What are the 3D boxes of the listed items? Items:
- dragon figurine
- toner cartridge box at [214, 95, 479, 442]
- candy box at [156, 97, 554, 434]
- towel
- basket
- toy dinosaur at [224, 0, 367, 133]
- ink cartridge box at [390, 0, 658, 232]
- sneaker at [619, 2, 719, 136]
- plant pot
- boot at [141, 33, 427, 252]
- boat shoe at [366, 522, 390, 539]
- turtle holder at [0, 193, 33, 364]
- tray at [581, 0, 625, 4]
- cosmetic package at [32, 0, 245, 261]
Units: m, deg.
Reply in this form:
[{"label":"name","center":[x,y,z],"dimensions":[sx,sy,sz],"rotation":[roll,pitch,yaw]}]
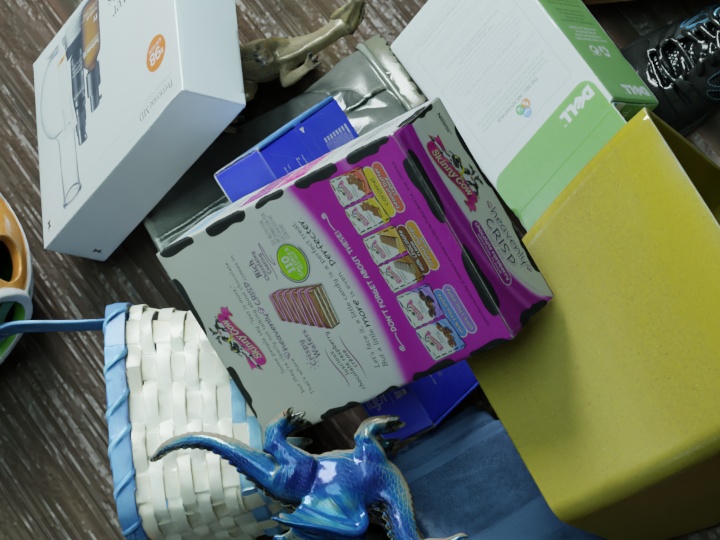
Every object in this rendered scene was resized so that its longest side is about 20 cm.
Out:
[{"label":"dragon figurine","center":[-0.024,0.137,1.537],"dimensions":[0.199,0.059,0.100],"rotation":[4,63,-4]},{"label":"toner cartridge box","center":[0.000,0.000,1.630],"dimensions":[0.043,0.095,0.200],"rotation":[-29,96,37]},{"label":"candy box","center":[-0.005,0.002,1.535],"dimensions":[0.200,0.061,0.137],"rotation":[-25,99,38]},{"label":"towel","center":[0.096,0.176,1.596],"dimensions":[0.111,0.049,0.200],"rotation":[-26,62,-34]},{"label":"basket","center":[-0.141,0.109,1.651],"dimensions":[0.199,0.139,0.177],"rotation":[-4,68,5]},{"label":"toy dinosaur","center":[-0.082,-0.134,1.762],"dimensions":[0.199,0.101,0.058],"rotation":[-11,109,26]},{"label":"ink cartridge box","center":[0.116,-0.105,1.668],"dimensions":[0.104,0.059,0.200],"rotation":[-48,63,28]},{"label":"sneaker","center":[0.223,-0.143,1.677],"dimensions":[0.200,0.082,0.073],"rotation":[-25,69,7]},{"label":"plant pot","center":[0.177,0.055,1.565],"dimensions":[0.176,0.200,0.200],"rotation":[-36,65,13]},{"label":"boot","center":[-0.034,-0.045,1.718],"dimensions":[0.200,0.073,0.182],"rotation":[-31,52,-4]},{"label":"boat shoe","center":[-0.017,0.250,1.605],"dimensions":[0.067,0.072,0.201],"rotation":[23,78,0]},{"label":"turtle holder","center":[-0.297,0.019,1.728],"dimensions":[0.186,0.141,0.132],"rotation":[-45,67,-5]},{"label":"tray","center":[0.156,-0.224,1.719],"dimensions":[0.199,0.037,0.099],"rotation":[-1,69,34]},{"label":"cosmetic package","center":[-0.147,-0.121,1.712],"dimensions":[0.200,0.052,0.151],"rotation":[-44,46,45]}]
